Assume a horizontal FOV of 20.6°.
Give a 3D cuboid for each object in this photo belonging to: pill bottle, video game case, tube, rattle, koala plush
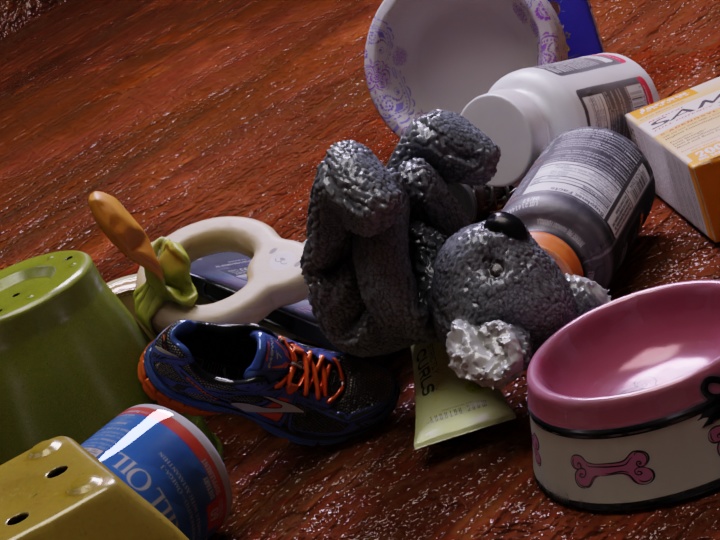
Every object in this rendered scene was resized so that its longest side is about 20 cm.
[{"bbox_3d":[0.166,-0.032,1.599,0.106,0.107,0.200,-11,22,28],"label":"pill bottle"},{"bbox_3d":[-0.190,0.188,1.375,0.112,0.113,0.200,-3,27,43],"label":"pill bottle"},{"bbox_3d":[-0.050,0.021,1.637,0.199,0.019,0.143,20,17,32],"label":"video game case"},{"bbox_3d":[0.175,-0.131,1.774,0.110,0.111,0.200,-5,8,40],"label":"pill bottle"},{"bbox_3d":[0.070,0.077,1.501,0.058,0.052,0.200,-57,15,19],"label":"tube"},{"bbox_3d":[-0.091,-0.032,1.537,0.199,0.143,0.130,-10,26,11],"label":"rattle"},{"bbox_3d":[0.075,0.009,1.443,0.200,0.184,0.177,27,30,26],"label":"koala plush"}]

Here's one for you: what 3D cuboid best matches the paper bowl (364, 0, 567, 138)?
[{"bbox_3d":[0.111,-0.213,2.006,0.200,0.202,0.104,-15,1,18],"label":"paper bowl"}]

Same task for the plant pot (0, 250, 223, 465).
[{"bbox_3d":[-0.235,0.095,1.550,0.200,0.194,0.200,-19,18,7],"label":"plant pot"}]

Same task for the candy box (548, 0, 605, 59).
[{"bbox_3d":[0.160,-0.264,2.088,0.168,0.201,0.077,-16,11,13],"label":"candy box"}]

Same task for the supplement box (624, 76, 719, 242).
[{"bbox_3d":[0.316,-0.103,1.678,0.126,0.074,0.200,-22,18,-3],"label":"supplement box"}]

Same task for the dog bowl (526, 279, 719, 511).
[{"bbox_3d":[0.199,0.076,1.319,0.199,0.074,0.200,-19,19,7],"label":"dog bowl"}]

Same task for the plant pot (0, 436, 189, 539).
[{"bbox_3d":[-0.170,0.216,1.143,0.194,0.201,0.195,-28,21,-18],"label":"plant pot"}]

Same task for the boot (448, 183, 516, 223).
[{"bbox_3d":[0.083,-0.068,1.800,0.174,0.070,0.200,-10,7,-39],"label":"boot"}]

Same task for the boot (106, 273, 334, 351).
[{"bbox_3d":[-0.115,0.059,1.621,0.199,0.073,0.155,10,11,-23],"label":"boot"}]

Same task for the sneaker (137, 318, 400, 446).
[{"bbox_3d":[-0.066,0.081,1.487,0.199,0.076,0.079,7,-28,-9],"label":"sneaker"}]
